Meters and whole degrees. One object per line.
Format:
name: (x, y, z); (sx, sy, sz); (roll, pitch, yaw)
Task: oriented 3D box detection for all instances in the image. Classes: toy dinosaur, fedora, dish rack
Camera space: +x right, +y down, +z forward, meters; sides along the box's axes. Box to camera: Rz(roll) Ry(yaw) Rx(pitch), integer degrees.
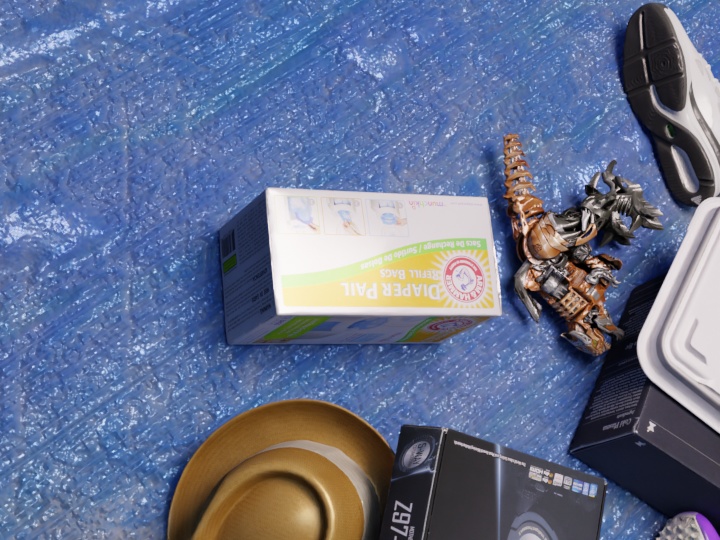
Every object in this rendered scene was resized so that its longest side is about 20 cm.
toy dinosaur: (0.187, -0.029, 1.292); (0.136, 0.102, 0.200); (-28, 110, -13)
fedora: (-0.062, 0.188, 1.053); (0.200, 0.082, 0.201); (-2, 84, 19)
dish rack: (0.339, 0.045, 1.247); (0.172, 0.044, 0.200); (37, 62, -11)

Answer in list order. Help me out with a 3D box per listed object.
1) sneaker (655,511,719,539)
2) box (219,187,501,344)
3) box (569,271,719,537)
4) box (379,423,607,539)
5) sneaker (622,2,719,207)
sneaker: (0.326, 0.302, 1.272); (0.099, 0.070, 0.200); (-14, 85, -35)
box: (0.000, 0.000, 1.179); (0.200, 0.112, 0.102); (1, 74, -26)
box: (0.317, 0.126, 1.294); (0.200, 0.104, 0.182); (34, 62, -12)
box: (0.096, 0.212, 1.068); (0.200, 0.043, 0.160); (23, 73, -41)
sneaker: (0.330, -0.168, 1.418); (0.115, 0.076, 0.201); (-18, 91, -37)
